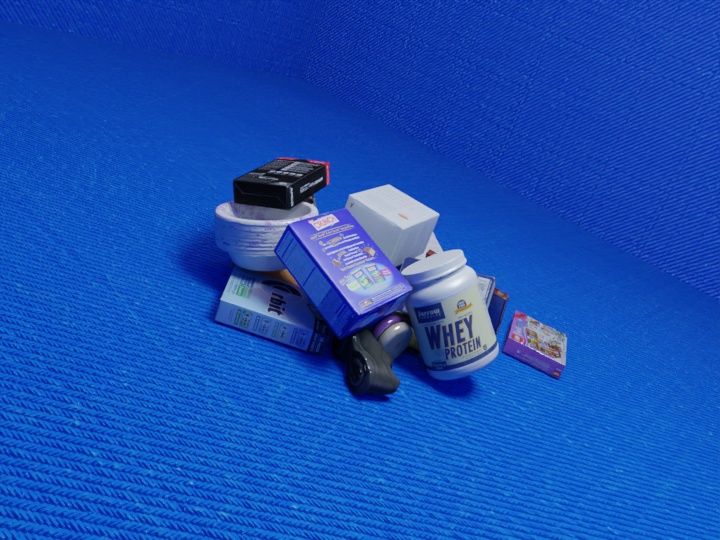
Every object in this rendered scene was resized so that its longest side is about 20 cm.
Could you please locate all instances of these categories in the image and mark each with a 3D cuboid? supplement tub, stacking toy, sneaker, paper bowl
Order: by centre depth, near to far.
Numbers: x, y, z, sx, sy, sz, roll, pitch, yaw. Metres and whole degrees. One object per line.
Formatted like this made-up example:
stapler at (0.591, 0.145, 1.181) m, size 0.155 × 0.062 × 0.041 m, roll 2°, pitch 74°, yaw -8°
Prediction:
sneaker at (0.009, 0.148, 1.296) m, size 0.089 × 0.077 × 0.202 m, roll 18°, pitch 29°, yaw -28°
supplement tub at (0.161, 0.080, 1.369) m, size 0.141 × 0.205 × 0.145 m, roll -19°, pitch 9°, yaw 3°
stacking toy at (0.009, 0.074, 1.401) m, size 0.084 × 0.087 × 0.200 m, roll -1°, pitch 39°, yaw -47°
paper bowl at (-0.177, -0.067, 1.413) m, size 0.194 × 0.107 × 0.201 m, roll 1°, pitch 17°, yaw 0°

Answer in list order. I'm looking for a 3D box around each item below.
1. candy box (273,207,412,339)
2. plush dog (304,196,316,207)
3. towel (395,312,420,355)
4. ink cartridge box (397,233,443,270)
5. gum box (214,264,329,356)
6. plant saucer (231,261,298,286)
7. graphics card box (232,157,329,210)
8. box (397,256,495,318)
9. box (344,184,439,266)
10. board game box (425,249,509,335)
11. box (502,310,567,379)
candy box at (-0.030, -0.001, 1.299) m, size 0.167 × 0.077 × 0.201 m, roll -20°, pitch 66°, yaw -50°
plush dog at (-0.174, -0.105, 1.603) m, size 0.167 × 0.165 × 0.200 m, roll -10°, pitch -5°, yaw -2°
towel at (0.051, 0.099, 1.520) m, size 0.140 × 0.023 × 0.201 m, roll 19°, pitch 21°, yaw -11°
ink cartridge box at (0.138, -0.046, 1.846) m, size 0.158 × 0.050 × 0.203 m, roll 4°, pitch 48°, yaw -41°
gum box at (-0.151, 0.069, 1.345) m, size 0.195 × 0.046 × 0.171 m, roll 18°, pitch 19°, yaw -8°
plant saucer at (-0.165, 0.004, 1.519) m, size 0.195 × 0.033 × 0.201 m, roll 19°, pitch 20°, yaw -7°
graphics card box at (-0.153, -0.175, 1.480) m, size 0.122 × 0.052 × 0.200 m, roll 9°, pitch 22°, yaw 19°
box at (0.163, 0.051, 1.505) m, size 0.195 × 0.124 × 0.032 m, roll 15°, pitch -16°, yaw 23°
box at (0.061, -0.100, 1.669) m, size 0.150 × 0.108 × 0.199 m, roll 32°, pitch 26°, yaw 20°
board game box at (0.213, 0.046, 1.561) m, size 0.198 × 0.105 × 0.019 m, roll 32°, pitch 45°, yaw 25°
box at (0.399, 0.164, 1.696) m, size 0.134 × 0.040 × 0.200 m, roll 26°, pitch 20°, yaw 9°
